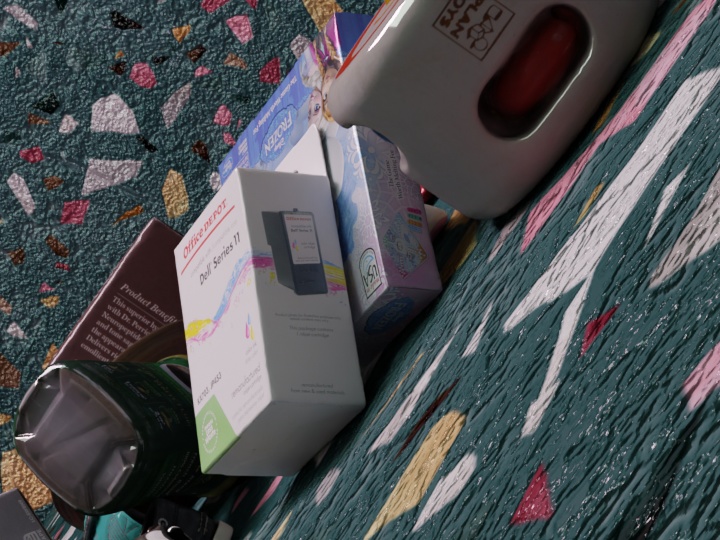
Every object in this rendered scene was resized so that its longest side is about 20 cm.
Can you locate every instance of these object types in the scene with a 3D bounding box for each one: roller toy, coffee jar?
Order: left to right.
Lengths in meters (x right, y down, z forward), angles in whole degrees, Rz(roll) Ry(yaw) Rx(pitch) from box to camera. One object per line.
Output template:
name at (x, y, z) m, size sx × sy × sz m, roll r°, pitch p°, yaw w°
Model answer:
coffee jar at (-0.146, 0.112, 1.427) m, size 0.085 × 0.104 × 0.200 m, roll -56°, pitch -22°, yaw 15°
roller toy at (0.073, -0.137, 1.200) m, size 0.200 × 0.140 × 0.182 m, roll -47°, pitch 10°, yaw 49°

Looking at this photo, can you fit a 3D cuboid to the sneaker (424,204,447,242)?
sneaker at (-0.010, -0.020, 1.461) m, size 0.081 × 0.088 × 0.200 m, roll -59°, pitch 6°, yaw -22°

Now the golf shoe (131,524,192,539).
golf shoe at (-0.139, 0.201, 1.233) m, size 0.200 × 0.078 × 0.094 m, roll -8°, pitch 26°, yaw 49°

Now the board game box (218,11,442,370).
board game box at (-0.026, -0.031, 1.339) m, size 0.200 × 0.043 × 0.199 m, roll -48°, pitch 47°, yaw 51°

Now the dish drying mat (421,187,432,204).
dish drying mat at (0.000, 0.000, 1.614) m, size 0.200 × 0.018 × 0.077 m, roll -51°, pitch 7°, yaw 22°

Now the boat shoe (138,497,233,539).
boat shoe at (-0.154, 0.228, 1.315) m, size 0.199 × 0.066 × 0.075 m, roll -58°, pitch 8°, yaw -31°

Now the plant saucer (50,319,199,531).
plant saucer at (-0.151, 0.126, 1.579) m, size 0.200 × 0.029 × 0.200 m, roll -32°, pitch -38°, yaw -30°

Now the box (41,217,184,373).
box at (-0.187, 0.083, 1.904) m, size 0.200 × 0.166 × 0.164 m, roll -56°, pitch 5°, yaw -11°

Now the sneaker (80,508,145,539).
sneaker at (-0.191, 0.234, 1.495) m, size 0.121 × 0.084 × 0.200 m, roll -61°, pitch -3°, yaw 25°

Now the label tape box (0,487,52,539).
label tape box at (-0.339, 0.247, 1.496) m, size 0.200 × 0.063 × 0.144 m, roll -20°, pitch -22°, yaw -45°

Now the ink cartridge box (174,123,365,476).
ink cartridge box at (-0.062, 0.015, 1.281) m, size 0.117 × 0.067 × 0.200 m, roll -48°, pitch 45°, yaw 51°
